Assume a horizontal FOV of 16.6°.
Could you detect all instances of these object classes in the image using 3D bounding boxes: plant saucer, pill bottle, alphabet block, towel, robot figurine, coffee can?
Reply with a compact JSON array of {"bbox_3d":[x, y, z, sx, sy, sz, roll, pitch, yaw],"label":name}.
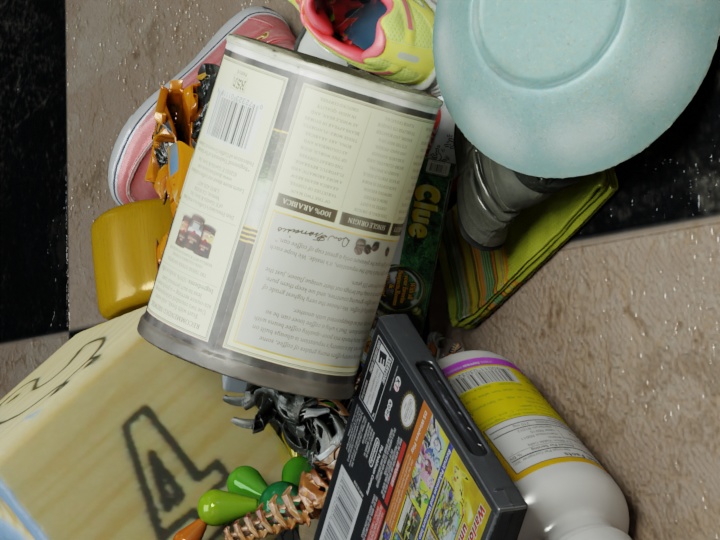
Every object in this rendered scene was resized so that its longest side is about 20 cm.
[{"bbox_3d":[0.122,-0.158,1.508,0.200,0.039,0.202,-8,76,31],"label":"plant saucer"},{"bbox_3d":[0.101,0.143,1.557,0.200,0.104,0.105,52,132,49],"label":"pill bottle"},{"bbox_3d":[-0.190,0.167,1.869,0.197,0.200,0.195,54,150,-11],"label":"alphabet block"},{"bbox_3d":[0.105,-0.042,1.648,0.200,0.018,0.086,-46,50,50],"label":"towel"},{"bbox_3d":[-0.121,-0.053,1.759,0.145,0.058,0.200,103,166,-45],"label":"robot figurine"},{"bbox_3d":[-0.045,-0.035,1.579,0.146,0.146,0.201,28,102,58],"label":"coffee can"}]

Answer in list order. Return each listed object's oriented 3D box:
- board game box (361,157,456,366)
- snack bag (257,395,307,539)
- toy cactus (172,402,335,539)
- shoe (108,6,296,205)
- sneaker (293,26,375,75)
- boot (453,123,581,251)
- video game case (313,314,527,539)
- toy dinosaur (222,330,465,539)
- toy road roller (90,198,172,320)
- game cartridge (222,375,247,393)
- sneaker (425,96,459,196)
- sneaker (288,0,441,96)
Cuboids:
[{"bbox_3d":[0.000,0.000,1.714,0.023,0.104,0.200,-70,-7,-51],"label":"board game box"},{"bbox_3d":[-0.028,0.132,1.875,0.200,0.021,0.189,-51,46,48],"label":"snack bag"},{"bbox_3d":[-0.040,0.181,1.747,0.165,0.102,0.200,18,63,51],"label":"toy cactus"},{"bbox_3d":[-0.120,-0.114,1.933,0.200,0.071,0.091,-48,30,9],"label":"shoe"},{"bbox_3d":[0.015,-0.163,1.756,0.200,0.074,0.089,-56,45,40],"label":"sneaker"},{"bbox_3d":[0.093,-0.123,1.615,0.131,0.068,0.201,143,132,-61],"label":"boot"},{"bbox_3d":[0.033,0.161,1.554,0.181,0.025,0.200,58,143,44],"label":"video game case"},{"bbox_3d":[-0.017,0.107,1.683,0.136,0.200,0.102,41,142,19],"label":"toy dinosaur"},{"bbox_3d":[-0.122,-0.014,1.921,0.200,0.146,0.123,-37,57,54],"label":"toy road roller"},{"bbox_3d":[-0.078,-0.022,1.775,0.133,0.041,0.201,100,169,-61],"label":"game cartridge"},{"bbox_3d":[0.017,-0.083,1.716,0.202,0.108,0.067,-59,40,41],"label":"sneaker"},{"bbox_3d":[-0.013,-0.189,1.679,0.200,0.090,0.078,37,112,40],"label":"sneaker"}]
